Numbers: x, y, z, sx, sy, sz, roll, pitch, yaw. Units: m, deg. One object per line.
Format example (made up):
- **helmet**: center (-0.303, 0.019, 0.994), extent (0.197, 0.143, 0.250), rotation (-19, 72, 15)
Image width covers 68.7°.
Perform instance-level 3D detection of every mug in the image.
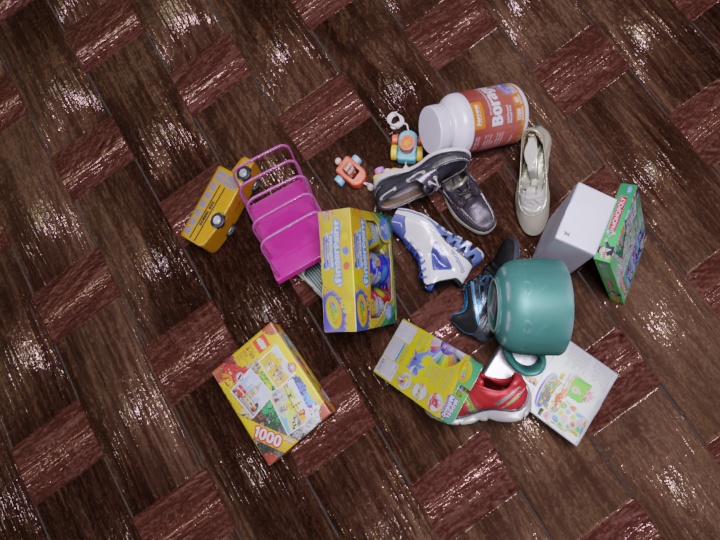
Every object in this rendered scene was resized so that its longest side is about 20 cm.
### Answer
- **mug**: center (0.274, 0.076, 0.875), extent (0.110, 0.152, 0.193), rotation (2, 79, 2)

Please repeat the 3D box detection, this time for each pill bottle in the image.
- **pill bottle**: center (0.213, -0.283, 1.003), extent (0.194, 0.112, 0.116), rotation (-17, 76, -21)

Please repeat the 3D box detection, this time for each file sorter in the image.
- **file sorter**: center (-0.147, -0.115, 1.000), extent (0.136, 0.127, 0.203), rotation (-27, 56, -3)

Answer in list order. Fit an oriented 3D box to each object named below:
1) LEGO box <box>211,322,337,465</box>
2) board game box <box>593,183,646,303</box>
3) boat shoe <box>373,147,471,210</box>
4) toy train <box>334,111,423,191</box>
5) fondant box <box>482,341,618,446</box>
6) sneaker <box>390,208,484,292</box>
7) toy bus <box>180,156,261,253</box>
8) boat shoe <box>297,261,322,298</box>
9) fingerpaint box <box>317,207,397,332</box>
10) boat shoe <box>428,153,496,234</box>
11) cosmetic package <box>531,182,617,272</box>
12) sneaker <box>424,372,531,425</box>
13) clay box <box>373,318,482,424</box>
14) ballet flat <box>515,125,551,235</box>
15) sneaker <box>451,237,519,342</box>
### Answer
- **LEGO box**: center (-0.160, 0.229, 0.992), extent (0.148, 0.077, 0.202), rotation (-38, 77, -2)
- **board game box**: center (0.458, -0.040, 0.920), extent (0.028, 0.199, 0.138), rotation (18, 79, 37)
- **boat shoe**: center (0.115, -0.168, 0.984), extent (0.193, 0.074, 0.062), rotation (-16, 58, 15)
- **toy train**: center (0.041, -0.233, 1.072), extent (0.150, 0.056, 0.201), rotation (43, 86, 12)
- **fondant box**: center (0.337, 0.190, 0.955), extent (0.197, 0.058, 0.146), rotation (35, 85, 13)
- **sneaker**: center (0.128, -0.027, 1.009), extent (0.195, 0.081, 0.118), rotation (29, 81, 9)
- **toy bus**: center (-0.282, -0.139, 1.086), extent (0.076, 0.065, 0.205), rotation (26, 83, 13)
- **boat shoe**: center (-0.098, -0.012, 1.040), extent (0.072, 0.062, 0.200), rotation (-44, 76, -4)
- **fingerpaint box**: center (0.000, 0.000, 0.951), extent (0.071, 0.165, 0.209), rotation (-4, 88, 29)
- **boat shoe**: center (0.195, -0.160, 1.035), extent (0.071, 0.065, 0.203), rotation (-33, 76, 1)
- **cosmetic package**: center (0.367, -0.062, 0.928), extent (0.069, 0.200, 0.104), rotation (25, 82, 11)
- **sneaker**: center (0.201, 0.214, 0.929), extent (0.194, 0.077, 0.088), rotation (-12, 102, 26)
- **clay box**: center (0.123, 0.180, 0.934), extent (0.198, 0.047, 0.117), rotation (27, 83, 46)
- **ballet flat**: center (0.326, -0.171, 1.001), extent (0.067, 0.069, 0.209), rotation (0, 93, 6)
- **sneaker**: center (0.237, 0.026, 0.990), extent (0.080, 0.073, 0.206), rotation (23, 82, 9)
